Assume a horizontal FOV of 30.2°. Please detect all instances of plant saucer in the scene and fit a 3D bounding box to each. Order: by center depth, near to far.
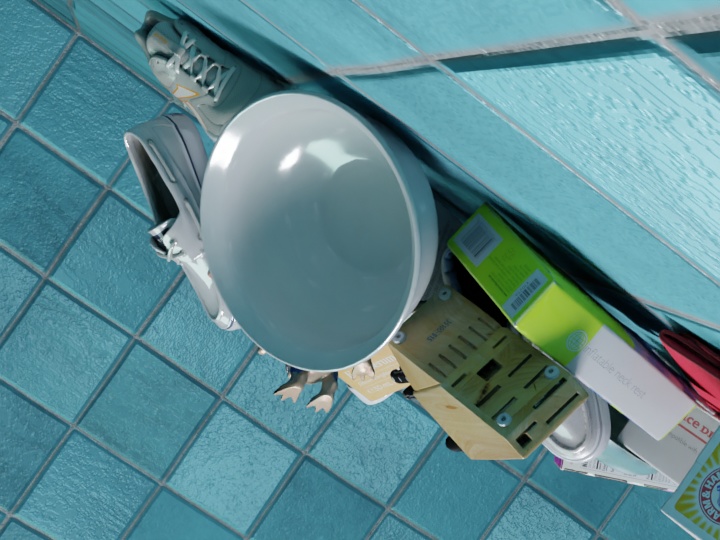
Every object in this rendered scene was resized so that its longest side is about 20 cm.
[{"bbox_3d":[0.187,0.117,1.190,0.200,0.027,0.200,38,-170,-8],"label":"plant saucer"}]

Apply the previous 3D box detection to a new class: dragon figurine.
[{"bbox_3d":[-0.024,0.044,1.054,0.059,0.200,0.100,19,-133,-25],"label":"dragon figurine"}]

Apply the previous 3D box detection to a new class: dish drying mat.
[{"bbox_3d":[0.266,0.087,0.958,0.077,0.018,0.200,37,179,29],"label":"dish drying mat"}]

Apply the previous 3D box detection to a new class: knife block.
[{"bbox_3d":[0.097,0.102,0.980,0.200,0.064,0.176,37,164,44],"label":"knife block"}]

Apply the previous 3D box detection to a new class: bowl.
[{"bbox_3d":[-0.015,-0.034,0.961,0.201,0.202,0.090,35,-149,27],"label":"bowl"}]

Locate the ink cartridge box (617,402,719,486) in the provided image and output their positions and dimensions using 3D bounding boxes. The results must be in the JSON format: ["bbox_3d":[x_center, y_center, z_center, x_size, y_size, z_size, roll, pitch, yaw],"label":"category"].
[{"bbox_3d":[0.296,0.154,1.114,0.116,0.067,0.200,36,-174,39],"label":"ink cartridge box"}]

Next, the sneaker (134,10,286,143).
[{"bbox_3d":[-0.139,-0.169,1.143,0.092,0.076,0.200,42,175,-38],"label":"sneaker"}]

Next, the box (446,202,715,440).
[{"bbox_3d":[0.159,0.042,0.961,0.200,0.048,0.122,37,-170,-33],"label":"box"}]

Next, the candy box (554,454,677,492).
[{"bbox_3d":[0.303,0.192,1.364,0.199,0.061,0.136,11,176,7],"label":"candy box"}]

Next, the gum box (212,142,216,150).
[{"bbox_3d":[-0.069,-0.052,1.259,0.170,0.045,0.200,32,145,2],"label":"gum box"}]

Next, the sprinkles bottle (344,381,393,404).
[{"bbox_3d":[-0.038,0.037,1.243,0.200,0.068,0.068,45,176,-17],"label":"sprinkles bottle"}]

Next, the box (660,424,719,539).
[{"bbox_3d":[0.302,0.168,0.808,0.200,0.113,0.101,37,180,39],"label":"box"}]

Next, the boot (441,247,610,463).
[{"bbox_3d":[0.123,0.065,1.046,0.201,0.073,0.095,61,-156,11],"label":"boot"}]

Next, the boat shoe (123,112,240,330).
[{"bbox_3d":[-0.157,-0.037,1.176,0.073,0.065,0.201,-23,88,55],"label":"boat shoe"}]

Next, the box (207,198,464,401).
[{"bbox_3d":[0.000,0.000,1.140,0.200,0.107,0.152,38,142,-20],"label":"box"}]
